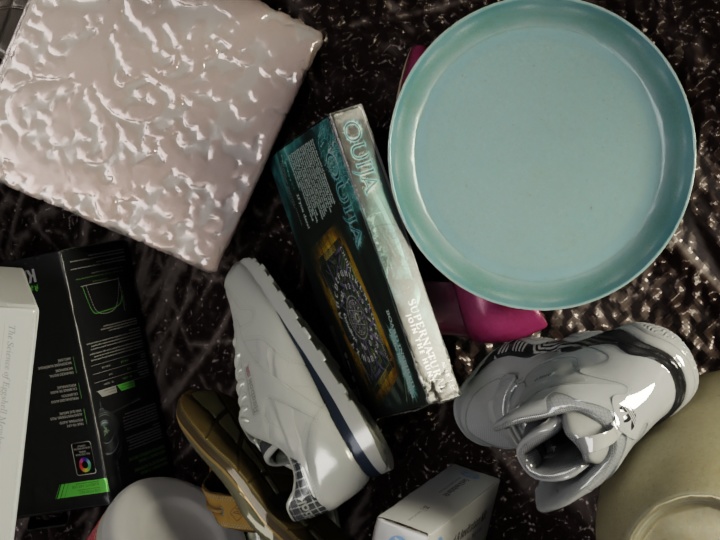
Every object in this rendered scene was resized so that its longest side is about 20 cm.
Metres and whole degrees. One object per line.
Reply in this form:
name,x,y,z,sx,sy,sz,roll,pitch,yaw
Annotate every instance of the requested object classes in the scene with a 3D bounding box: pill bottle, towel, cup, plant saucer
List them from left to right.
pill bottle,-0.169,0.251,1.255,0.112,0.112,0.200,45,127,13
towel,-0.152,-0.121,1.207,0.199,0.032,0.192,24,90,-3
plant saucer,0.116,-0.076,1.117,0.198,0.027,0.202,0,93,0
cup,0.227,0.171,1.065,0.199,0.143,0.202,3,97,24

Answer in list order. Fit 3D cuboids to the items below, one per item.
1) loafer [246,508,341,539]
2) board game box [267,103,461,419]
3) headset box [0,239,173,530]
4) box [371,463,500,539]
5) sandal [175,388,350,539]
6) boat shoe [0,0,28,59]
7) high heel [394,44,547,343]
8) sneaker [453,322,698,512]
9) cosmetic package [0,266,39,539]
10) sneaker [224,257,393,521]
loafer,-0.031,0.251,1.230,0.069,0.070,0.202,-12,90,33
board game box,0.000,0.000,1.166,0.135,0.028,0.202,-22,86,67
headset box,-0.250,0.093,1.297,0.173,0.093,0.202,-10,92,25
box,0.033,0.244,1.153,0.041,0.156,0.202,15,101,19
sandal,-0.071,0.162,1.191,0.054,0.080,0.200,-49,66,21
boat shoe,-0.189,-0.138,1.257,0.200,0.073,0.075,42,86,-4
high heel,0.075,-0.052,1.159,0.095,0.067,0.202,-2,100,14
sneaker,0.111,0.095,1.095,0.199,0.115,0.076,-18,105,48
cosmetic package,-0.330,0.098,1.166,0.198,0.123,0.201,6,102,-16
sneaker,-0.056,0.076,1.187,0.080,0.076,0.201,-35,55,5
